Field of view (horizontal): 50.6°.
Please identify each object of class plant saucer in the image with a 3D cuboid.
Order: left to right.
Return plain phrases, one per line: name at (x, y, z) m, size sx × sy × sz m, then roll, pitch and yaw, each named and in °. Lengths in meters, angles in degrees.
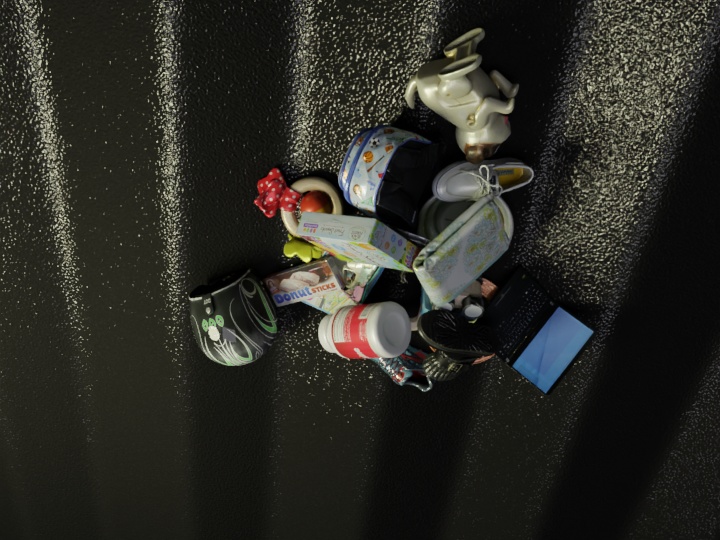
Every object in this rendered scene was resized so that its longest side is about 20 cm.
plant saucer at (0.211, -0.095, 1.550) m, size 0.196 × 0.051 × 0.203 m, roll 2°, pitch 123°, yaw 3°

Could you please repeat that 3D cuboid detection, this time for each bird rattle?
bird rattle at (-0.116, -0.122, 1.545) m, size 0.161 × 0.113 × 0.203 m, roll -27°, pitch 93°, yaw -3°

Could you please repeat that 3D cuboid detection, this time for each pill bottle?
pill bottle at (0.003, 0.128, 1.602) m, size 0.198 × 0.113 × 0.113 m, roll -9°, pitch 130°, yaw 48°

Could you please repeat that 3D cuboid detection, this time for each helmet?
helmet at (-0.272, 0.112, 1.659) m, size 0.197 × 0.200 × 0.194 m, roll -17°, pitch 105°, yaw 16°

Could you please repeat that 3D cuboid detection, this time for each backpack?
backpack at (0.049, -0.182, 1.403) m, size 0.152 × 0.190 × 0.203 m, roll 21°, pitch 98°, yaw 19°

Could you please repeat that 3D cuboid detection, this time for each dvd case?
dvd case at (0.057, -0.068, 1.488) m, size 0.146 × 0.200 × 0.016 m, roll 20°, pitch 85°, yaw -1°

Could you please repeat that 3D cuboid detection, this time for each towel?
towel at (0.192, -0.035, 1.436) m, size 0.200 × 0.048 × 0.172 m, roll -42°, pitch 147°, yaw -3°

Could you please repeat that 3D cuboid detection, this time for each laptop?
laptop at (0.366, 0.128, 1.614) m, size 0.200 × 0.103 × 0.178 m, roll 41°, pitch 87°, yaw -24°

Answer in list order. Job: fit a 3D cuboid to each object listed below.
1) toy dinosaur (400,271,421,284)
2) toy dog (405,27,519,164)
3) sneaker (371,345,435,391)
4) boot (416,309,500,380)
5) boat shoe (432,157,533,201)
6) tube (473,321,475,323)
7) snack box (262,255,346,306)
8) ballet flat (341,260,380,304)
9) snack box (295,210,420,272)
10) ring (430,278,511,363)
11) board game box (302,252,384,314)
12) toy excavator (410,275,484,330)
toy dinosaur at (0.130, -0.011, 1.619) m, size 0.197 × 0.048 × 0.089 m, roll 20°, pitch 110°, yaw -5°
toy dog at (0.194, -0.290, 1.368) m, size 0.192 × 0.141 × 0.201 m, roll -26°, pitch 121°, yaw 21°
sneaker at (0.092, 0.212, 1.741) m, size 0.197 × 0.096 × 0.080 m, roll 23°, pitch 123°, yaw -11°
boot at (0.168, 0.161, 1.572) m, size 0.208 × 0.081 × 0.157 m, roll 20°, pitch 144°, yaw -28°
boat shoe at (0.237, -0.165, 1.424) m, size 0.198 × 0.086 × 0.076 m, roll -10°, pitch 109°, yaw -19°
tube at (0.262, 0.131, 1.705) m, size 0.196 × 0.053 × 0.058 m, roll -16°, pitch 165°, yaw 11°
snack box at (-0.122, 0.025, 1.627) m, size 0.198 × 0.024 × 0.073 m, roll -16°, pitch 110°, yaw 39°
ballet flat at (0.000, 0.000, 1.560) m, size 0.070 × 0.070 × 0.201 m, roll 22°, pitch 144°, yaw -3°
snack box at (-0.006, -0.055, 1.424) m, size 0.198 × 0.054 × 0.141 m, roll 10°, pitch 167°, yaw 44°
ring at (0.231, 0.108, 1.668) m, size 0.196 × 0.019 × 0.205 m, roll 1°, pitch 102°, yaw 4°
board game box at (-0.036, 0.010, 1.652) m, size 0.133 × 0.034 × 0.201 m, roll 24°, pitch 123°, yaw -12°
toy excavator at (0.152, 0.085, 1.607) m, size 0.190 × 0.101 × 0.202 m, roll 8°, pitch 139°, yaw -7°
